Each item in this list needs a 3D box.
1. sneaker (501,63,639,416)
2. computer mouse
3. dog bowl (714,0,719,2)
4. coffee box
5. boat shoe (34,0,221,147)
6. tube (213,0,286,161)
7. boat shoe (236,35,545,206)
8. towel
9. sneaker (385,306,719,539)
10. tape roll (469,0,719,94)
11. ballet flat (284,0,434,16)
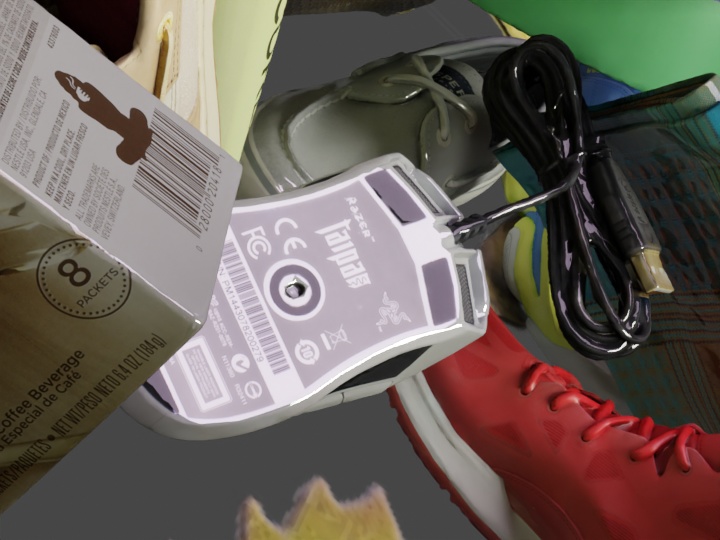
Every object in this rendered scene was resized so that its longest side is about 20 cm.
[{"bbox_3d":[0.109,-0.035,1.037,0.076,0.105,0.200,28,33,-34],"label":"sneaker"},{"bbox_3d":[0.000,0.000,0.836,0.200,0.044,0.110,-19,79,-26],"label":"computer mouse"},{"bbox_3d":[0.076,-0.168,0.883,0.200,0.079,0.200,25,18,-9],"label":"dog bowl"},{"bbox_3d":[-0.143,-0.033,0.659,0.200,0.114,0.080,37,30,-18],"label":"coffee box"},{"bbox_3d":[-0.079,-0.060,0.727,0.074,0.200,0.069,22,22,31],"label":"boat shoe"},{"bbox_3d":[-0.044,-0.087,0.809,0.052,0.200,0.058,29,44,16],"label":"tube"},{"bbox_3d":[0.019,-0.050,0.964,0.072,0.069,0.200,55,28,13],"label":"boat shoe"},{"bbox_3d":[0.124,0.032,0.908,0.022,0.147,0.200,-30,98,-23],"label":"towel"},{"bbox_3d":[0.096,0.058,0.884,0.200,0.115,0.078,55,27,12],"label":"sneaker"},{"bbox_3d":[0.089,-0.120,0.974,0.200,0.048,0.200,26,18,-9],"label":"tape roll"},{"bbox_3d":[-0.023,-0.117,1.028,0.067,0.046,0.200,32,17,18],"label":"ballet flat"}]
